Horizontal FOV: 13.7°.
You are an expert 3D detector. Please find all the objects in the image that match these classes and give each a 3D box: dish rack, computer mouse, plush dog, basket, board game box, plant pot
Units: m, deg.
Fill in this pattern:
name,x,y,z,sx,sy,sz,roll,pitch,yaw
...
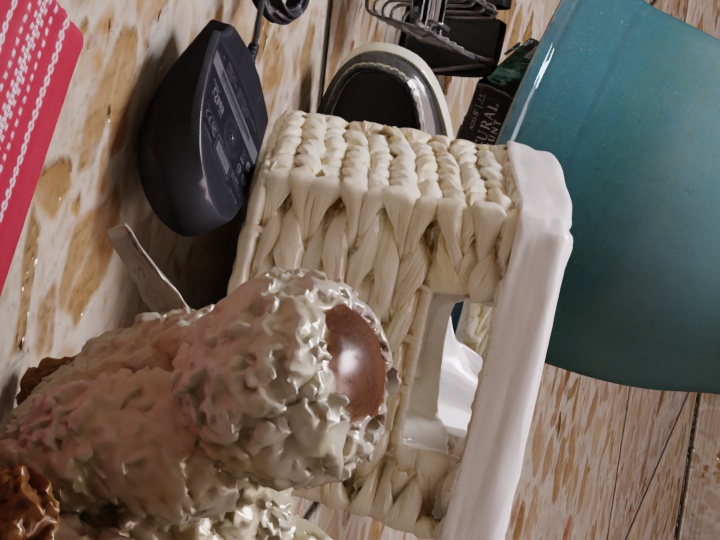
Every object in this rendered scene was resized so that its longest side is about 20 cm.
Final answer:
name,x,y,z,sx,sy,sz,roll,pitch,yaw
dish rack,0.042,-0.173,1.431,0.200,0.054,0.154,13,87,-76
computer mouse,-0.052,-0.087,1.135,0.200,0.034,0.059,-73,151,-47
plush dog,-0.089,0.095,0.918,0.172,0.160,0.201,-41,142,-41
basket,0.010,0.016,1.192,0.200,0.123,0.136,-76,178,-80
board game box,0.054,-0.017,1.591,0.135,0.028,0.201,-43,154,-70
plant pot,0.163,-0.025,1.518,0.200,0.187,0.201,22,90,-82

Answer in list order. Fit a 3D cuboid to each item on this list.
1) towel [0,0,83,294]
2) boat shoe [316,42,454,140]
name,x,y,z,sx,sy,sz,roll,pitch,yaw
towel,-0.129,-0.034,0.819,0.200,0.022,0.145,57,47,-71
boat shoe,0.000,0.000,1.337,0.068,0.071,0.201,-54,155,-72
